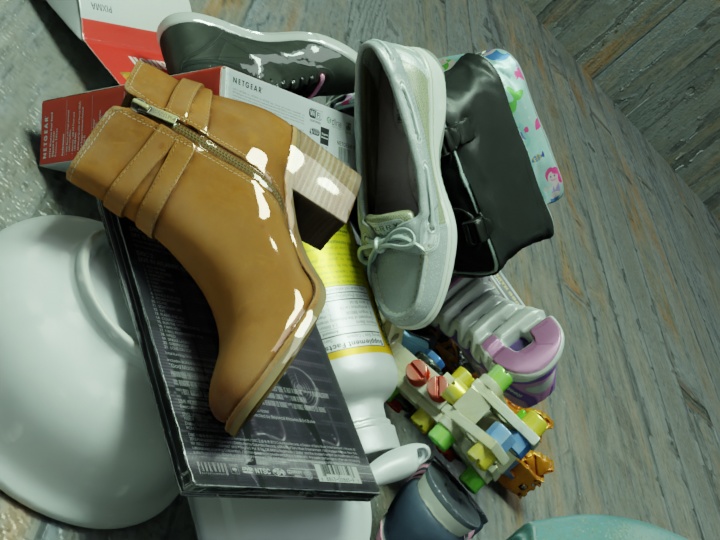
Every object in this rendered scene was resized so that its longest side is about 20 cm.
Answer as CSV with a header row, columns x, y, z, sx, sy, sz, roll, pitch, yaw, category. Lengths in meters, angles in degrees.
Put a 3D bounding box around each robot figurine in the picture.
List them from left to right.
x,y,z,sx,sy,sz,roll,pitch,yaw,category
0.102,0.113,0.981,0.200,0.058,0.146,46,24,-13,robot figurine

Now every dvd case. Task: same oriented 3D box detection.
x,y,z,sx,sy,sz,roll,pitch,yaw,category
-0.073,0.041,0.610,0.148,0.016,0.202,16,43,-48,dvd case

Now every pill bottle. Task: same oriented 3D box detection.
x,y,z,sx,sy,sz,roll,pitch,yaw,category
-0.034,0.048,0.766,0.104,0.103,0.203,10,57,-55,pill bottle

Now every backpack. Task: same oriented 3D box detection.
x,y,z,sx,sy,sz,roll,pitch,yaw,category
0.063,-0.090,0.883,0.150,0.198,0.180,-35,107,-34,backpack

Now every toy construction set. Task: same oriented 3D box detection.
x,y,z,sx,sy,sz,roll,pitch,yaw,category
0.060,0.083,0.791,0.201,0.091,0.132,57,-2,31,toy construction set

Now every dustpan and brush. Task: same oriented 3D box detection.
x,y,z,sx,sy,sz,roll,pitch,yaw,category
-0.020,0.147,0.654,0.197,0.057,0.142,-15,93,-32,dustpan and brush

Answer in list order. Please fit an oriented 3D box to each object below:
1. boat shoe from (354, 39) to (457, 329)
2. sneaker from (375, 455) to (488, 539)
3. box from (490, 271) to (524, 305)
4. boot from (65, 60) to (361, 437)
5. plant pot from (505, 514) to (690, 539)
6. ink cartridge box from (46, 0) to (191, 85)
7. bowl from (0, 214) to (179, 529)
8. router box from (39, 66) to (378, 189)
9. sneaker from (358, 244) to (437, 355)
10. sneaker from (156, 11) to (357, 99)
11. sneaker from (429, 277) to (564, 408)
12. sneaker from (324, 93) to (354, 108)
x,y,z,sx,sy,sz,roll,pitch,yaw,category
0.024,-0.060,0.741,0.064,0.074,0.206,0,92,-49,boat shoe
0.047,0.192,0.784,0.070,0.082,0.200,46,0,16,sneaker
0.115,0.025,1.134,0.201,0.048,0.158,55,24,7,box
-0.093,-0.019,0.572,0.153,0.074,0.202,27,46,-13,boot
0.155,0.284,0.698,0.198,0.196,0.198,33,29,-17,plant pot
-0.199,-0.229,0.906,0.200,0.050,0.160,47,23,17,ink cartridge box
-0.151,0.039,0.611,0.200,0.090,0.203,38,28,-25,bowl
-0.103,-0.091,0.767,0.199,0.177,0.050,9,81,-56,router box
0.000,0.000,0.888,0.202,0.089,0.078,60,15,-5,sneaker
-0.078,-0.153,0.893,0.197,0.071,0.101,6,60,-26,sneaker
0.105,0.052,0.916,0.200,0.080,0.089,45,-15,43,sneaker
-0.028,-0.148,1.011,0.139,0.077,0.202,28,34,-42,sneaker
